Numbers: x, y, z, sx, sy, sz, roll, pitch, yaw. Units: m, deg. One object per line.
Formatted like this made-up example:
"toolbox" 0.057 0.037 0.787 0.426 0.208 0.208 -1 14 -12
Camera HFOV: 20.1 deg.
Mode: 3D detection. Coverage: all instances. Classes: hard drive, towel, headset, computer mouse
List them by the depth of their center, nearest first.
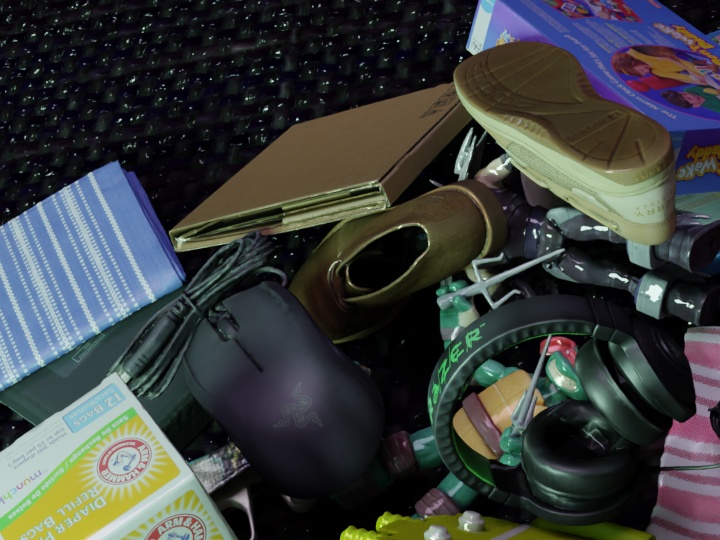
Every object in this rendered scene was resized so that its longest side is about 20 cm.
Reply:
"headset" 0.130 0.073 1.082 0.124 0.199 0.094 -60 21 29
"towel" 0.238 0.106 1.142 0.146 0.030 0.201 -1 49 24
"computer mouse" -0.066 0.059 1.209 0.139 0.053 0.200 -47 49 -5
"hard drive" -0.170 0.055 1.383 0.200 0.033 0.140 27 64 41
"towel" -0.226 0.015 1.414 0.199 0.024 0.145 -31 46 -2

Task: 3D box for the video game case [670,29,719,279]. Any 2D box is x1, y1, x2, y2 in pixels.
"video game case" 0.247 -0.086 1.329 0.143 0.018 0.201 -21 44 7

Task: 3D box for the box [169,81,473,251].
"box" -0.016 -0.073 1.362 0.163 0.021 0.200 -12 19 29

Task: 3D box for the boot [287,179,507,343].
"boot" 0.000 0.000 1.267 0.075 0.074 0.200 -22 -6 -41

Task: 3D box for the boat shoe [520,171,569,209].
"boat shoe" 0.137 -0.098 1.357 0.059 0.072 0.200 8 39 -19

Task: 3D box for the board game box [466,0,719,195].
"board game box" 0.177 -0.117 1.279 0.134 0.045 0.200 -5 33 -32

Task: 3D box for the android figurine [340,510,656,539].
"android figurine" 0.088 0.157 1.038 0.199 0.182 0.041 11 98 26

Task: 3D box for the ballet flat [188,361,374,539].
"ballet flat" -0.066 0.133 1.248 0.199 0.074 0.074 -31 43 -2

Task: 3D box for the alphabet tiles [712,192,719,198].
"alphabet tiles" 0.319 -0.091 1.282 0.200 0.006 0.166 -39 46 -18

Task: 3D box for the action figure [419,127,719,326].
"action figure" 0.124 -0.019 1.251 0.199 0.131 0.069 16 32 25

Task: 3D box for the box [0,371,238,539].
"box" -0.121 0.172 1.126 0.112 0.200 0.101 -35 44 -10

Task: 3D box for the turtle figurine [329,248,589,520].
"turtle figurine" 0.074 0.089 1.188 0.200 0.101 0.150 -41 34 5

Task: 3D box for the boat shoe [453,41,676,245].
"boat shoe" 0.116 -0.075 1.186 0.071 0.065 0.200 -26 35 -11
